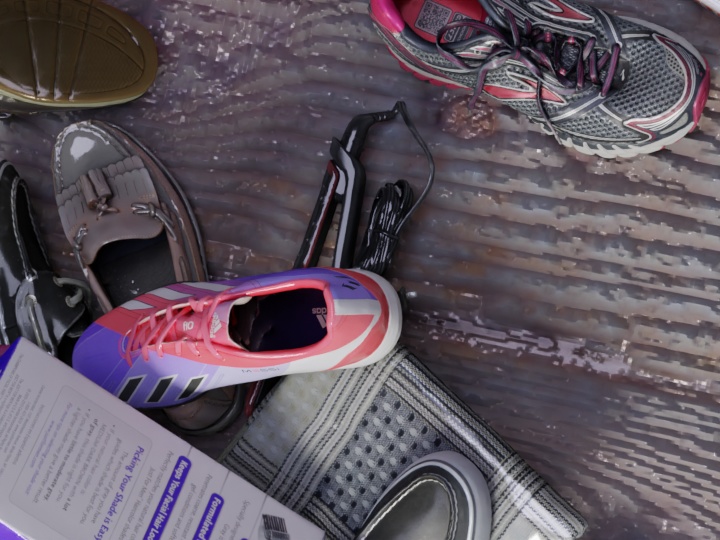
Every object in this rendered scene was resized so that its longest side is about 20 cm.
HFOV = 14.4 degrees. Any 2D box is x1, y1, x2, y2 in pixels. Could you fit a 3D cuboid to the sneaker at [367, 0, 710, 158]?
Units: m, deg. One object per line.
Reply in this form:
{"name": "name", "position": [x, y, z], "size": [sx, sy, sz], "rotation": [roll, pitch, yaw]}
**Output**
{"name": "sneaker", "position": [0.096, -0.117, 1.581], "size": [0.199, 0.075, 0.081], "rotation": [15, 86, 15]}

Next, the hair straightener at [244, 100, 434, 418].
{"name": "hair straightener", "position": [0.000, 0.000, 1.611], "size": [0.077, 0.041, 0.201], "rotation": [17, 82, 15]}

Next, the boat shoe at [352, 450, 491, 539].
{"name": "boat shoe", "position": [0.003, 0.185, 1.511], "size": [0.069, 0.057, 0.201], "rotation": [37, 110, 21]}

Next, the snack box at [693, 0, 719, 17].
{"name": "snack box", "position": [0.176, -0.202, 1.599], "size": [0.199, 0.024, 0.072], "rotation": [34, 92, 16]}

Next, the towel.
{"name": "towel", "position": [-0.001, 0.146, 1.555], "size": [0.192, 0.034, 0.200], "rotation": [43, 114, 15]}

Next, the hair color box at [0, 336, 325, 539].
{"name": "hair color box", "position": [-0.127, 0.138, 1.493], "size": [0.199, 0.065, 0.110], "rotation": [33, 47, -11]}

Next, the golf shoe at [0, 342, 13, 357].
{"name": "golf shoe", "position": [-0.251, 0.111, 1.601], "size": [0.200, 0.072, 0.093], "rotation": [-26, 80, 45]}

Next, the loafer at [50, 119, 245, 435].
{"name": "loafer", "position": [-0.125, -0.002, 1.624], "size": [0.072, 0.063, 0.201], "rotation": [-28, 76, 9]}

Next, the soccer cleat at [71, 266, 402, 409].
{"name": "soccer cleat", "position": [-0.079, 0.033, 1.530], "size": [0.199, 0.073, 0.069], "rotation": [-9, 80, 25]}

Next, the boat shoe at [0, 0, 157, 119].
{"name": "boat shoe", "position": [-0.218, -0.125, 1.667], "size": [0.199, 0.065, 0.074], "rotation": [7, 72, -3]}

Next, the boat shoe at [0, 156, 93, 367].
{"name": "boat shoe", "position": [-0.183, 0.031, 1.635], "size": [0.063, 0.071, 0.201], "rotation": [-10, 88, 13]}
